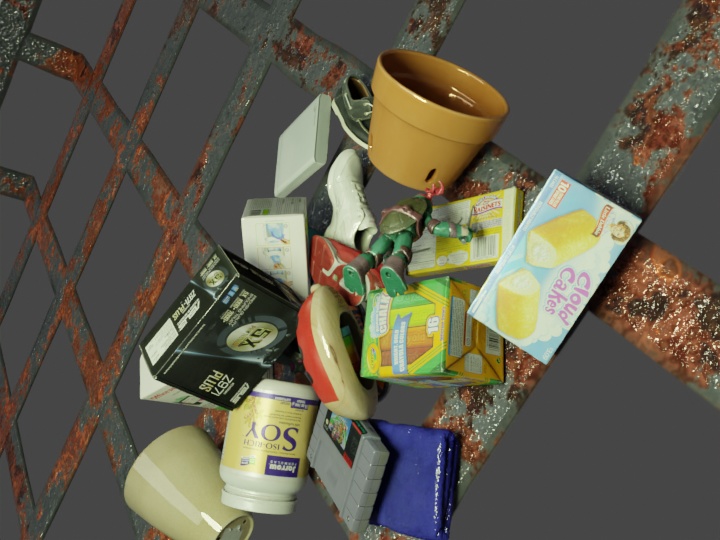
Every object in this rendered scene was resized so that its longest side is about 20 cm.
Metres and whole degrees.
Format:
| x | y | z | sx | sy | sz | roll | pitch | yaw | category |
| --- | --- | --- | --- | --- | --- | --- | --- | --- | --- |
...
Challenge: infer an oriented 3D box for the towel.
| x | y | z | sx | sy | sz | roll | pitch | yaw | category |
| --- | --- | --- | --- | --- | --- | --- | --- | --- | --- |
| 0.056 | 0.289 | 1.043 | 0.199 | 0.049 | 0.149 | -6 | 76 | 50 | towel |

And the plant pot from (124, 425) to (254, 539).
| x | y | z | sx | sy | sz | roll | pitch | yaw | category |
| --- | --- | --- | --- | --- | --- | --- | --- | --- | --- |
| -0.285 | 0.412 | 1.313 | 0.199 | 0.187 | 0.189 | 32 | 102 | 35 | plant pot |

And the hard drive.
| x | y | z | sx | sy | sz | roll | pitch | yaw | category |
| --- | --- | --- | --- | --- | --- | --- | --- | --- | --- |
| -0.111 | -0.228 | 1.386 | 0.200 | 0.026 | 0.133 | -25 | 58 | 60 | hard drive |

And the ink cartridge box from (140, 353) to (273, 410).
| x | y | z | sx | sy | sz | roll | pitch | yaw | category |
| --- | --- | --- | --- | --- | --- | --- | --- | --- | --- |
| -0.279 | 0.188 | 1.344 | 0.144 | 0.199 | 0.085 | -29 | 56 | 40 | ink cartridge box |

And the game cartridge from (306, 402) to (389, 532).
| x | y | z | sx | sy | sz | roll | pitch | yaw | category |
| --- | --- | --- | --- | --- | --- | --- | --- | --- | --- |
| -0.024 | 0.265 | 1.078 | 0.200 | 0.038 | 0.131 | -141 | 60 | -61 | game cartridge |

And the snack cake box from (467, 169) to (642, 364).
| x | y | z | sx | sy | sz | roll | pitch | yaw | category |
| --- | --- | --- | --- | --- | --- | --- | --- | --- | --- |
| 0.229 | -0.006 | 0.882 | 0.114 | 0.067 | 0.201 | 33 | 106 | 13 | snack cake box |

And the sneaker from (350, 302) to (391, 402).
| x | y | z | sx | sy | sz | roll | pitch | yaw | category |
| --- | --- | --- | --- | --- | --- | --- | --- | --- | --- |
| -0.027 | 0.114 | 1.144 | 0.078 | 0.111 | 0.201 | -48 | 46 | 27 | sneaker |

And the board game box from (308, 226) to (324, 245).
| x | y | z | sx | sy | sz | roll | pitch | yaw | category |
| --- | --- | --- | --- | --- | --- | --- | --- | --- | --- |
| -0.156 | 0.000 | 1.385 | 0.151 | 0.047 | 0.202 | 28 | 98 | 50 | board game box |

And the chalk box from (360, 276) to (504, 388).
| x | y | z | sx | sy | sz | roll | pitch | yaw | category |
| --- | --- | --- | --- | --- | --- | --- | --- | --- | --- |
| 0.082 | 0.092 | 1.015 | 0.199 | 0.123 | 0.126 | -13 | 67 | 46 | chalk box |

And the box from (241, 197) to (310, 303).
| x | y | z | sx | sy | sz | roll | pitch | yaw | category |
| --- | --- | --- | --- | --- | --- | --- | --- | --- | --- |
| -0.136 | -0.010 | 1.235 | 0.113 | 0.100 | 0.202 | -98 | 5 | -69 | box |

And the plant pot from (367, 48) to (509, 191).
| x | y | z | sx | sy | sz | roll | pitch | yaw | category |
| --- | --- | --- | --- | --- | --- | --- | --- | --- | --- |
| 0.095 | -0.209 | 1.068 | 0.201 | 0.198 | 0.141 | 59 | 138 | 41 | plant pot |

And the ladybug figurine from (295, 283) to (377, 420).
| x | y | z | sx | sy | sz | roll | pitch | yaw | category |
| --- | --- | --- | --- | --- | --- | --- | --- | --- | --- |
| -0.037 | 0.118 | 1.043 | 0.071 | 0.136 | 0.202 | -20 | 86 | 17 | ladybug figurine |

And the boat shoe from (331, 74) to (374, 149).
| x | y | z | sx | sy | sz | roll | pitch | yaw | category |
| --- | --- | --- | --- | --- | --- | --- | --- | --- | --- |
| 0.008 | -0.263 | 1.264 | 0.068 | 0.071 | 0.201 | -54 | 41 | 27 | boat shoe |

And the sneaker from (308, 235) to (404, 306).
| x | y | z | sx | sy | sz | roll | pitch | yaw | category |
| --- | --- | --- | --- | --- | --- | --- | --- | --- | --- |
| 0.000 | 0.000 | 1.159 | 0.200 | 0.114 | 0.079 | 45 | 130 | 53 | sneaker |

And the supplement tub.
| x | y | z | sx | sy | sz | roll | pitch | yaw | category |
| --- | --- | --- | --- | --- | --- | --- | --- | --- | --- |
| -0.149 | 0.280 | 1.205 | 0.145 | 0.145 | 0.202 | -3 | 75 | 48 | supplement tub |

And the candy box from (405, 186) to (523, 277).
| x | y | z | sx | sy | sz | roll | pitch | yaw | category |
| --- | --- | --- | --- | --- | --- | --- | --- | --- | --- |
| 0.145 | -0.051 | 1.067 | 0.199 | 0.026 | 0.103 | -9 | 68 | 47 | candy box |

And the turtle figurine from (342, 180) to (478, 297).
| x | y | z | sx | sy | sz | roll | pitch | yaw | category |
| --- | --- | --- | --- | --- | --- | --- | --- | --- | --- |
| 0.065 | -0.045 | 1.009 | 0.149 | 0.101 | 0.200 | -20 | 21 | 48 | turtle figurine |

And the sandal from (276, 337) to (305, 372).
| x | y | z | sx | sy | sz | roll | pitch | yaw | category |
| --- | --- | --- | --- | --- | --- | --- | --- | --- | --- |
| -0.115 | 0.147 | 1.264 | 0.048 | 0.076 | 0.200 | -40 | 18 | -31 | sandal |

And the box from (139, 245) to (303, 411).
| x | y | z | sx | sy | sz | roll | pitch | yaw | category |
| --- | --- | --- | --- | --- | --- | --- | --- | --- | --- |
| -0.203 | 0.091 | 1.118 | 0.200 | 0.163 | 0.086 | -50 | 44 | 6 | box |

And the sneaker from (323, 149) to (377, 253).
| x | y | z | sx | sy | sz | roll | pitch | yaw | category |
| --- | --- | --- | --- | --- | --- | --- | --- | --- | --- |
| -0.006 | -0.104 | 1.239 | 0.099 | 0.075 | 0.202 | -1 | 83 | 39 | sneaker |
